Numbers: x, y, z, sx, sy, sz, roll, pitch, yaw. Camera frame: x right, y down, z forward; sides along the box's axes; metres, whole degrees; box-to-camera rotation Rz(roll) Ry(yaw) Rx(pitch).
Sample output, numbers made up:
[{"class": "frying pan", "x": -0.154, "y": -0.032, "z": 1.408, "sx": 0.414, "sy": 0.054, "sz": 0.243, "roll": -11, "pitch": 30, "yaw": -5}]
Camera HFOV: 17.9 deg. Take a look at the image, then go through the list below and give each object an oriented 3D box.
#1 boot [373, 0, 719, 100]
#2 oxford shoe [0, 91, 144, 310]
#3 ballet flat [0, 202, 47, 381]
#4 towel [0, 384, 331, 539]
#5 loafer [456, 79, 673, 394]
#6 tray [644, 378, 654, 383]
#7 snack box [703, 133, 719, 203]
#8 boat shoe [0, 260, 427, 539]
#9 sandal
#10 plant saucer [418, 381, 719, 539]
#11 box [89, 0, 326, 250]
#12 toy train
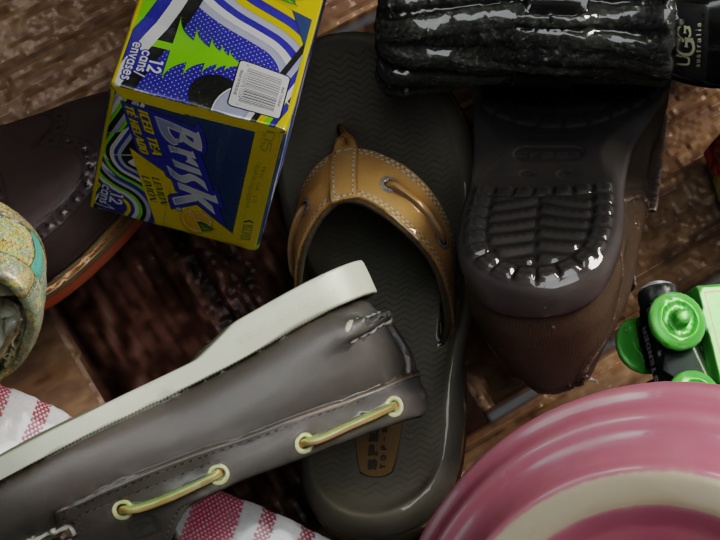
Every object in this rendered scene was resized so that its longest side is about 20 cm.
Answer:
[{"class": "boot", "x": 0.087, "y": -0.128, "z": 0.867, "sx": 0.157, "sy": 0.080, "sz": 0.211, "roll": 2, "pitch": 26, "yaw": 8}, {"class": "oxford shoe", "x": -0.154, "y": -0.019, "z": 0.818, "sx": 0.200, "sy": 0.073, "sz": 0.071, "roll": -31, "pitch": 52, "yaw": -17}, {"class": "ballet flat", "x": -0.184, "y": 0.055, "z": 0.770, "sx": 0.200, "sy": 0.071, "sz": 0.071, "roll": -41, "pitch": 81, "yaw": 1}, {"class": "towel", "x": -0.099, "y": 0.134, "z": 0.811, "sx": 0.200, "sy": 0.030, "sz": 0.147, "roll": 25, "pitch": 70, "yaw": -3}, {"class": "loafer", "x": 0.073, "y": -0.026, "z": 0.845, "sx": 0.073, "sy": 0.071, "sz": 0.200, "roll": 5, "pitch": 35, "yaw": 15}, {"class": "tray", "x": 0.125, "y": 0.145, "z": 0.835, "sx": 0.098, "sy": 0.037, "sz": 0.200, "roll": -26, "pitch": 78, "yaw": -16}, {"class": "snack box", "x": 0.253, "y": -0.011, "z": 0.897, "sx": 0.200, "sy": 0.053, "sz": 0.143, "roll": -13, "pitch": 74, "yaw": -12}, {"class": "boat shoe", "x": -0.072, "y": 0.069, "z": 0.777, "sx": 0.201, "sy": 0.072, "sz": 0.061, "roll": -30, "pitch": 88, "yaw": -6}, {"class": "sandal", "x": 0.000, "y": 0.000, "z": 0.840, "sx": 0.082, "sy": 0.055, "sz": 0.201, "roll": -4, "pitch": 70, "yaw": 17}, {"class": "plant saucer", "x": 0.102, "y": 0.138, "z": 0.751, "sx": 0.200, "sy": 0.051, "sz": 0.201, "roll": 0, "pitch": 91, "yaw": 17}, {"class": "box", "x": -0.043, "y": -0.107, "z": 0.843, "sx": 0.064, "sy": 0.070, "sz": 0.200, "roll": 15, "pitch": 50, "yaw": -2}, {"class": "toy train", "x": 0.139, "y": 0.097, "z": 0.815, "sx": 0.056, "sy": 0.042, "sz": 0.200, "roll": -5, "pitch": 73, "yaw": -22}]
